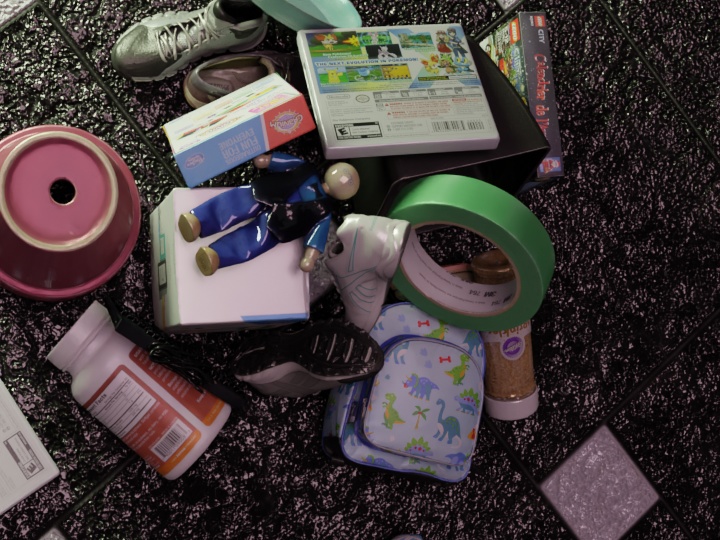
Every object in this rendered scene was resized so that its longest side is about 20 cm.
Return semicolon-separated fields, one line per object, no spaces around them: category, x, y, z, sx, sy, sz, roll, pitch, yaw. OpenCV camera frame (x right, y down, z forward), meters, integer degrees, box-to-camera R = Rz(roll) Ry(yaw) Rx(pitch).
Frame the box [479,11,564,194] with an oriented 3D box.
box;0.198;-0.204;1.659;0.037;0.136;0.203;-4;84;-16

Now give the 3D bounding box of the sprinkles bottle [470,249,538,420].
sprinkles bottle;0.174;0.079;1.618;0.067;0.068;0.203;-15;112;-17

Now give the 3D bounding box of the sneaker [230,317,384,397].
sneaker;-0.053;0.108;1.537;0.079;0.198;0.075;49;48;-40

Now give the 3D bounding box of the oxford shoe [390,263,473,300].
oxford shoe;0.133;0.029;1.650;0.197;0.071;0.075;-4;87;-16

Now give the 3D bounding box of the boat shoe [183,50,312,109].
boat shoe;-0.113;-0.229;1.611;0.197;0.065;0.073;-4;85;-16

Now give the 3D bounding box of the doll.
doll;-0.086;-0.059;1.399;0.198;0.048;0.138;-27;83;-24

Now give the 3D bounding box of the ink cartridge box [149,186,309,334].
ink cartridge box;-0.152;-0.008;1.505;0.145;0.200;0.148;-2;85;-16

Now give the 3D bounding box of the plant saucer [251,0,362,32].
plant saucer;-0.088;-0.334;1.589;0.199;0.201;0.036;33;114;-10

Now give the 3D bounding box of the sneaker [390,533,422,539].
sneaker;0.078;0.411;1.594;0.072;0.071;0.203;-21;97;-43

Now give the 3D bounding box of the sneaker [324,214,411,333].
sneaker;0.000;0.000;1.480;0.079;0.201;0.071;18;53;1

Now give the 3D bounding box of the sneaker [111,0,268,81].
sneaker;-0.196;-0.286;1.568;0.198;0.115;0.076;-22;90;-17

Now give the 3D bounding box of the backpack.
backpack;0.063;0.140;1.577;0.181;0.147;0.203;14;76;-17

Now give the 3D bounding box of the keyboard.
keyboard;-0.192;0.089;1.477;0.040;0.104;0.199;-48;126;7

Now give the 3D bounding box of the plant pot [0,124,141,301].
plant pot;-0.337;-0.072;1.472;0.197;0.179;0.203;2;83;-14

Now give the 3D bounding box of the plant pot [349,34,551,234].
plant pot;0.085;-0.165;1.602;0.197;0.200;0.180;-12;73;-16

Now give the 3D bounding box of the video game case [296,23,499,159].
video game case;0.040;-0.203;1.496;0.197;0.022;0.184;-5;54;-13

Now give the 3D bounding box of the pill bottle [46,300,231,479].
pill bottle;-0.252;0.132;1.507;0.200;0.112;0.112;43;75;-7

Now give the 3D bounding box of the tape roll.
tape roll;0.116;-0.017;1.490;0.199;0.200;0.048;35;52;-9

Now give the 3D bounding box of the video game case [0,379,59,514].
video game case;-0.465;0.194;1.487;0.181;0.023;0.201;-34;94;-17

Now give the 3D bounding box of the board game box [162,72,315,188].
board game box;-0.139;-0.160;1.484;0.151;0.200;0.041;-26;108;-4
